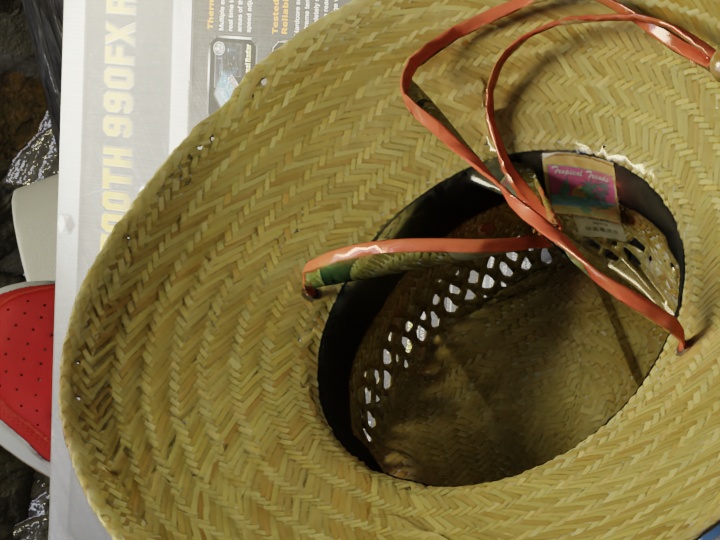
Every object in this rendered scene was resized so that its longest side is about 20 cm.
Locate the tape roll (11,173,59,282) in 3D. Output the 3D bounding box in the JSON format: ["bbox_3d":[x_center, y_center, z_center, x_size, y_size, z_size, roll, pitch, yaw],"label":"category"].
[{"bbox_3d":[-0.057,0.035,1.071,0.203,0.139,0.204,160,90,-90],"label":"tape roll"}]

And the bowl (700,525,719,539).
[{"bbox_3d":[0.103,0.115,0.699,0.201,0.039,0.202,164,90,-80],"label":"bowl"}]

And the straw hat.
[{"bbox_3d":[0.037,0.022,0.549,0.201,0.200,0.085,63,179,46],"label":"straw hat"}]

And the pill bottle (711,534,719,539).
[{"bbox_3d":[0.053,0.139,0.566,0.200,0.111,0.111,-44,52,30],"label":"pill bottle"}]

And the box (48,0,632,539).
[{"bbox_3d":[-0.007,-0.007,0.652,0.048,0.158,0.201,-11,-75,-60],"label":"box"}]

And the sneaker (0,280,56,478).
[{"bbox_3d":[-0.028,0.047,0.735,0.112,0.199,0.072,138,153,-75],"label":"sneaker"}]
